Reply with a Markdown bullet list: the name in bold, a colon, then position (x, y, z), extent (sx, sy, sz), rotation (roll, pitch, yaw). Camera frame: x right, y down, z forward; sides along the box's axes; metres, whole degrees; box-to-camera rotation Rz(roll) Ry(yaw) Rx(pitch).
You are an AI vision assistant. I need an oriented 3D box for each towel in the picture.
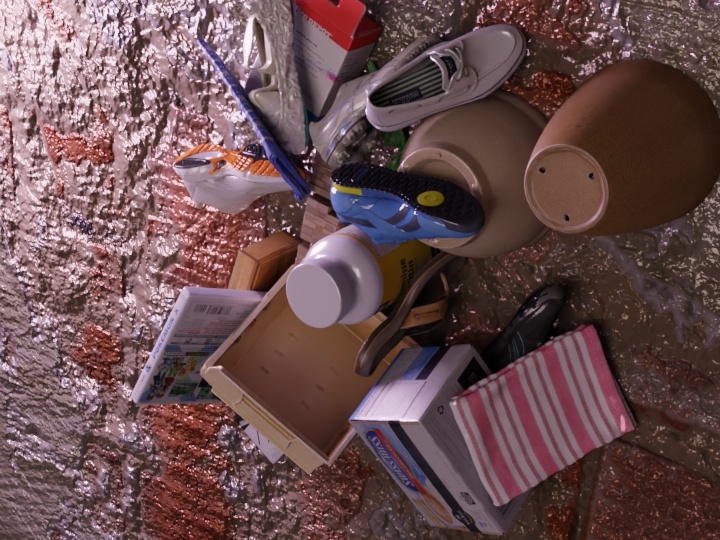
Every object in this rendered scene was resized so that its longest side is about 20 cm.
- **towel**: position (0.214, 0.169, 1.498), extent (0.146, 0.200, 0.030), rotation (65, 169, -13)
- **towel**: position (-0.134, -0.186, 1.602), extent (0.024, 0.145, 0.200), rotation (-34, 67, 2)

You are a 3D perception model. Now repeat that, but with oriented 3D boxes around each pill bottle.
- **pill bottle**: position (0.000, 0.000, 1.567), extent (0.112, 0.200, 0.112), rotation (14, 116, 31)

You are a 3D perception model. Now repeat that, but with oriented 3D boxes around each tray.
- **tray**: position (-0.147, 0.047, 1.755), extent (0.037, 0.099, 0.200), rotation (32, 124, 21)

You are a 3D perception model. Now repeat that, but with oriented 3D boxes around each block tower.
- **block tower**: position (-0.034, -0.091, 1.649), extent (0.058, 0.054, 0.200), rotation (27, 121, 23)

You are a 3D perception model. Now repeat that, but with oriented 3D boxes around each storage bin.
- **storage bin**: position (-0.065, 0.117, 1.627), extent (0.199, 0.200, 0.094), rotation (41, 155, -1)

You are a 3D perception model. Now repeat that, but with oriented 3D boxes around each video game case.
- **video game case**: position (-0.187, 0.103, 1.705), extent (0.022, 0.200, 0.182), rotation (47, 119, 37)

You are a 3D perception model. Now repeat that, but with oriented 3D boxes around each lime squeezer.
- **lime squeezer**: position (0.025, -0.154, 1.580), extent (0.071, 0.038, 0.200), rotation (9, 83, -1)

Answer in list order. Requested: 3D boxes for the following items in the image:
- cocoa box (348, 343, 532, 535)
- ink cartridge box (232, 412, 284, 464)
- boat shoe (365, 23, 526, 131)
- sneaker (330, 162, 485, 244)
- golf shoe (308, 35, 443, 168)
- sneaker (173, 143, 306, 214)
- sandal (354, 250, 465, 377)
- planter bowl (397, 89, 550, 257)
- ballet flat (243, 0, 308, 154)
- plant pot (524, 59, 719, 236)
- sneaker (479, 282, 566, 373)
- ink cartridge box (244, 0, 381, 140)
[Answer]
- **cocoa box**: position (0.110, 0.206, 1.563), extent (0.131, 0.133, 0.200), rotation (-7, 126, 49)
- **ink cartridge box**: position (-0.094, 0.180, 1.805), extent (0.094, 0.044, 0.200), rotation (48, 127, 8)
- **boat shoe**: position (0.098, -0.217, 1.433), extent (0.200, 0.067, 0.074), rotation (-32, 79, 1)
- **sneaker**: position (0.054, -0.061, 1.426), extent (0.200, 0.066, 0.079), rotation (17, 130, 32)
- **golf shoe**: position (0.014, -0.214, 1.526), extent (0.200, 0.078, 0.097), rotation (-46, 53, 5)
- **sneaker**: position (-0.153, -0.118, 1.724), extent (0.200, 0.076, 0.092), rotation (7, 131, 32)
- **sandal**: position (0.069, 0.058, 1.574), extent (0.055, 0.082, 0.200), rotation (37, 82, 18)
- **planter bowl**: position (0.122, -0.099, 1.485), extent (0.200, 0.135, 0.200), rotation (14, 116, 30)
- **ballet flat**: position (-0.109, -0.237, 1.548), extent (0.072, 0.072, 0.200), rotation (5, 109, 34)
- **plant pot**: position (0.256, -0.110, 1.344), extent (0.186, 0.200, 0.187), rotation (15, 117, 31)
- **sneaker**: position (0.204, 0.092, 1.552), extent (0.079, 0.075, 0.200), rotation (38, 135, 6)
- **ink cartridge box**: position (-0.053, -0.277, 1.580), extent (0.116, 0.067, 0.200), rotation (40, 127, 17)
